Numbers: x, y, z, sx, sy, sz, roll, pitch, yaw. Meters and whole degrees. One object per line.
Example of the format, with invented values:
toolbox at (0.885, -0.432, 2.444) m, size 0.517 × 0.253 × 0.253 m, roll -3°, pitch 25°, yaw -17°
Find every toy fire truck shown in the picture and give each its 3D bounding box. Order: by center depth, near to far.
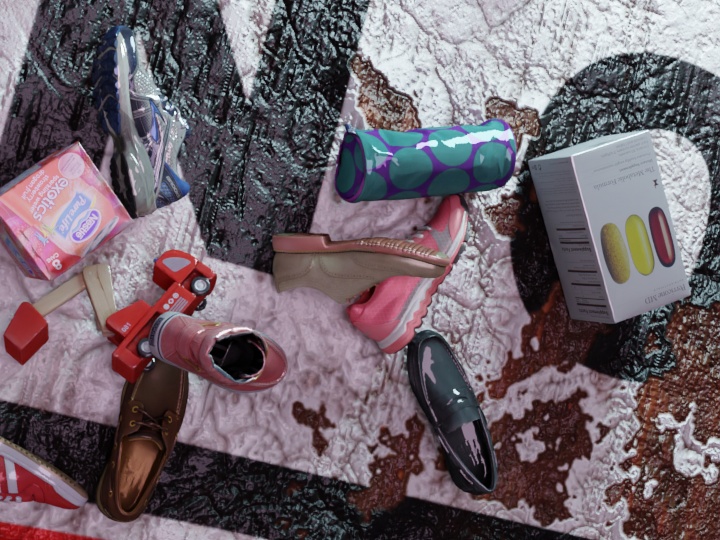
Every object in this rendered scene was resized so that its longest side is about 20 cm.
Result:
toy fire truck at (-0.261, 0.041, 1.496) m, size 0.141 × 0.049 × 0.200 m, roll 35°, pitch 64°, yaw 6°

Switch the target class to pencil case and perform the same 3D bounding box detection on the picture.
pencil case at (0.072, -0.126, 1.605) m, size 0.199 × 0.093 × 0.085 m, roll -5°, pitch 132°, yaw -21°

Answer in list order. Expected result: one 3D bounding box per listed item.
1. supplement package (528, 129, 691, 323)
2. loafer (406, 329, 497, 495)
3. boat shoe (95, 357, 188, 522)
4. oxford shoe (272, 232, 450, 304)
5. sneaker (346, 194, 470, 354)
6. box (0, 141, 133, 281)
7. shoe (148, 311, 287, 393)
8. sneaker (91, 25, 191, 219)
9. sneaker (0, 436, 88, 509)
supplement package at (0.292, -0.051, 1.673) m, size 0.113 × 0.109 × 0.201 m, roll -19°, pitch 97°, yaw -18°
loafer at (0.111, 0.162, 1.632) m, size 0.068 × 0.070 × 0.201 m, roll -24°, pitch 99°, yaw -18°
boat shoe at (-0.223, 0.170, 1.510) m, size 0.072 × 0.068 × 0.201 m, roll 19°, pitch 80°, yaw -16°
oxford shoe at (0.000, 0.000, 1.565) m, size 0.199 × 0.071 × 0.074 m, roll 4°, pitch 95°, yaw 15°
sneaker at (0.054, -0.009, 1.608) m, size 0.087 × 0.074 × 0.201 m, roll 31°, pitch 79°, yaw -14°
box at (-0.306, -0.055, 1.408) m, size 0.102 × 0.200 × 0.095 m, roll -37°, pitch 102°, yaw -16°
shoe at (-0.124, 0.095, 1.493) m, size 0.200 × 0.091 × 0.072 m, roll 24°, pitch 83°, yaw -50°
sneaker at (-0.228, -0.160, 1.511) m, size 0.085 × 0.077 × 0.201 m, roll -14°, pitch 103°, yaw -29°
sneaker at (-0.386, 0.224, 1.453) m, size 0.199 × 0.071 × 0.113 m, roll 30°, pitch 77°, yaw -10°
